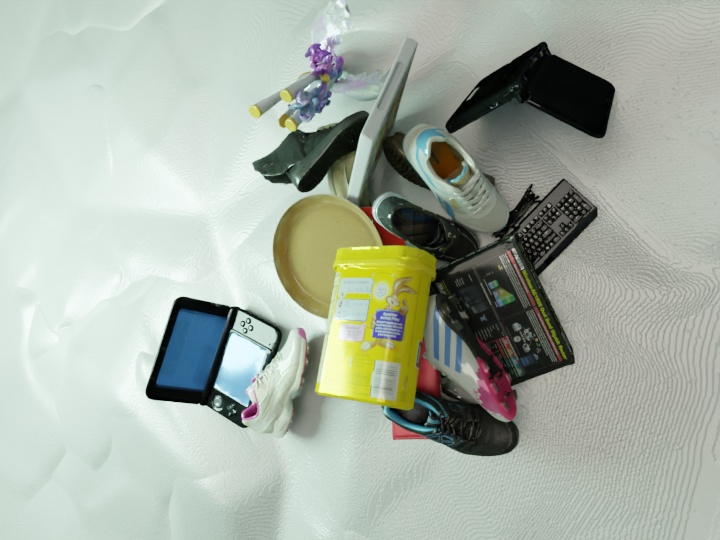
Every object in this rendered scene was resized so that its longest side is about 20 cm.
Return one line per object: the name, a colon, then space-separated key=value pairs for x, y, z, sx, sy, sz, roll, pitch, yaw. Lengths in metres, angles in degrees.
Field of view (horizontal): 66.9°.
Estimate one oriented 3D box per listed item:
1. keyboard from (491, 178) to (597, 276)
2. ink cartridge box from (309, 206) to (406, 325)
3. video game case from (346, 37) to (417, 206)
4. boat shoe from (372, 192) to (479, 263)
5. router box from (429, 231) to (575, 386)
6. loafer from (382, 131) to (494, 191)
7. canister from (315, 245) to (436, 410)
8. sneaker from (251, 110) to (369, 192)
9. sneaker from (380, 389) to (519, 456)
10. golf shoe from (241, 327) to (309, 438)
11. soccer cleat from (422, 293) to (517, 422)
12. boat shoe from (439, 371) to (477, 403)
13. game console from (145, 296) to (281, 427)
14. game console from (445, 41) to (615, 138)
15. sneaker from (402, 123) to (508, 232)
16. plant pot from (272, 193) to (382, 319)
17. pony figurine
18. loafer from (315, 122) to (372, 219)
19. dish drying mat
keyboard: x=0.248 y=-0.049 z=0.819 sx=0.104 sy=0.040 sz=0.200 roll=46 pitch=105 yaw=18
ink cartridge box: x=0.000 y=0.000 z=0.874 sx=0.158 sy=0.047 sz=0.202 roll=1 pitch=121 yaw=25
video game case: x=0.028 y=-0.207 z=0.810 sx=0.023 sy=0.200 sz=0.183 roll=22 pitch=67 yaw=1
boat shoe: x=0.105 y=-0.052 z=0.805 sx=0.069 sy=0.199 sz=0.057 roll=-62 pitch=29 yaw=11
router box: x=0.200 y=0.065 z=0.797 sx=0.149 sy=0.062 sz=0.202 roll=-26 pitch=92 yaw=22
loafer: x=0.123 y=-0.156 z=0.835 sx=0.199 sy=0.076 sz=0.068 roll=31 pitch=82 yaw=-16
canister: x=0.019 y=0.076 z=0.737 sx=0.147 sy=0.086 sz=0.202 roll=0 pitch=74 yaw=37
sneaker: x=-0.079 y=-0.205 z=0.891 sx=0.200 sy=0.060 sz=0.104 roll=-44 pitch=59 yaw=6
sneaker: x=0.121 y=0.216 z=0.757 sx=0.198 sy=0.082 sz=0.074 roll=12 pitch=87 yaw=10
golf shoe: x=-0.148 y=0.194 z=0.954 sx=0.091 sy=0.075 sz=0.202 roll=15 pitch=94 yaw=-17
soccer cleat: x=0.141 y=0.127 z=0.767 sx=0.086 sy=0.070 sz=0.201 roll=-35 pitch=85 yaw=34
boat shoe: x=0.118 y=0.181 z=0.849 sx=0.201 sy=0.074 sz=0.087 roll=31 pitch=101 yaw=20
game console: x=-0.265 y=0.171 z=0.992 sx=0.175 sy=0.116 sz=0.202 roll=23 pitch=98 yaw=24
game console: x=0.239 y=-0.229 z=0.762 sx=0.175 sy=0.200 sz=0.117 roll=-23 pitch=110 yaw=39
sneaker: x=0.141 y=-0.118 z=0.761 sx=0.200 sy=0.081 sz=0.077 roll=39 pitch=97 yaw=-23
plant pot: x=-0.049 y=-0.022 z=0.862 sx=0.198 sy=0.027 sz=0.202 roll=7 pitch=107 yaw=22
pony figurine: x=-0.064 y=-0.314 z=0.884 sx=0.192 sy=0.167 sz=0.200 roll=-1 pitch=42 yaw=51
loafer: x=-0.017 y=-0.169 z=0.924 sx=0.068 sy=0.075 sz=0.202 roll=-27 pitch=76 yaw=27
dish drying mat: x=0.081 y=0.150 z=0.821 sx=0.076 sy=0.018 sz=0.203 roll=-3 pitch=85 yaw=10
